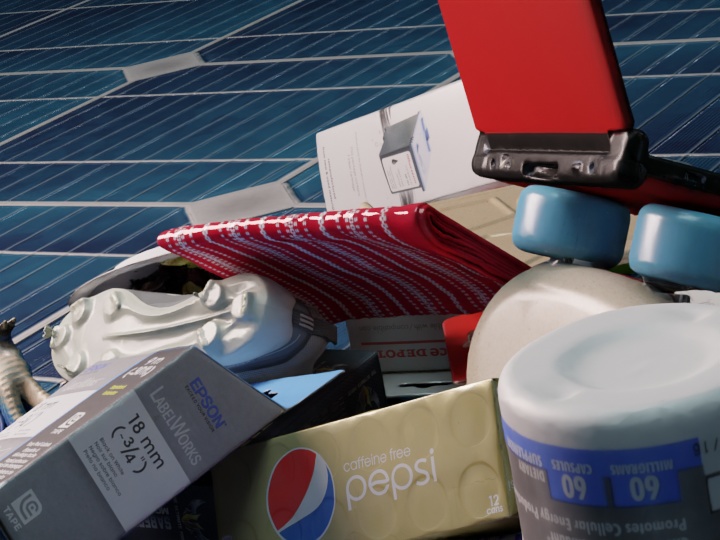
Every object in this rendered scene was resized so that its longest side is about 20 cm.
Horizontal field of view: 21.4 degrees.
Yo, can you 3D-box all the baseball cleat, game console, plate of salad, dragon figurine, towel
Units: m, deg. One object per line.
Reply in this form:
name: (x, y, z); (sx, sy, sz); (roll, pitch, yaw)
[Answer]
baseball cleat: (-0.100, 0.050, 1.158); (0.199, 0.070, 0.106); (-6, -25, 43)
game console: (0.132, -0.098, 0.993); (0.171, 0.120, 0.200); (12, 1, -18)
plate of salad: (-0.091, 0.016, 1.245); (0.198, 0.049, 0.200); (-9, -13, -2)
dragon figurine: (-0.237, 0.097, 1.265); (0.058, 0.100, 0.200); (-22, -9, -30)
towel: (0.000, 0.000, 1.087); (0.199, 0.023, 0.144); (-4, -22, 39)

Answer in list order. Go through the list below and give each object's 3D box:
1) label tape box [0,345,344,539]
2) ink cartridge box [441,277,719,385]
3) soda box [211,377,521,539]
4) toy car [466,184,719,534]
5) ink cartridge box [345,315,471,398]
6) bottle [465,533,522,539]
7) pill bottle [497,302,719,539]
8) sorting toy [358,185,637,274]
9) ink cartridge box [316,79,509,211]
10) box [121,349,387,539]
label tape box: (-0.126, 0.087, 1.015); (0.199, 0.064, 0.144); (-37, 11, -27)
ink cartridge box: (0.153, 0.056, 1.136); (0.198, 0.068, 0.116); (-11, 17, 3)
soda box: (0.015, 0.108, 0.961); (0.199, 0.069, 0.064); (-19, -18, 41)
toy car: (0.175, 0.069, 1.006); (0.198, 0.186, 0.176); (12, 1, -36)
ink cartridge box: (0.060, 0.019, 1.302); (0.115, 0.068, 0.200); (-5, 19, 19)
bottle: (0.004, 0.170, 0.900); (0.198, 0.066, 0.084); (-9, 16, 10)
pill bottle: (0.123, 0.125, 0.746); (0.112, 0.202, 0.114); (-10, 17, 3)
sorting toy: (0.114, -0.021, 1.243); (0.198, 0.037, 0.185); (-8, 18, -13)
ink cartridge box: (0.084, -0.091, 1.461); (0.145, 0.087, 0.199); (-8, -6, -39)
box: (-0.096, 0.106, 1.172); (0.156, 0.052, 0.200); (-1, 21, 30)
